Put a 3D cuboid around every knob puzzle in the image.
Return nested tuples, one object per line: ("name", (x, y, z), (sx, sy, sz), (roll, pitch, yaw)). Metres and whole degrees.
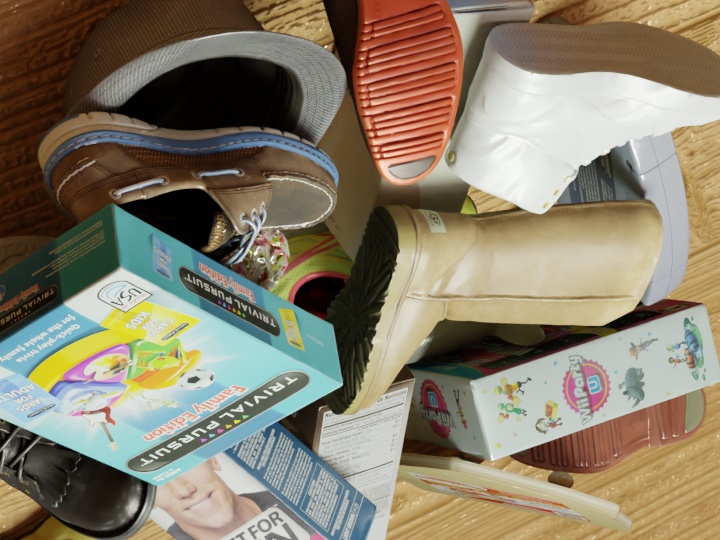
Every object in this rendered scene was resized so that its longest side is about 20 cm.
("knob puzzle", (0.102, 0.154, 1.817), (0.219, 0.219, 0.031), (24, 76, -48))

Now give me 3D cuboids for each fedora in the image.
("fedora", (-0.110, -0.107, 1.448), (0.176, 0.091, 0.200), (1, 141, -35))

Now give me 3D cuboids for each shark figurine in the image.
("shark figurine", (0.113, 0.005, 1.746), (0.128, 0.090, 0.215), (9, 126, -44))

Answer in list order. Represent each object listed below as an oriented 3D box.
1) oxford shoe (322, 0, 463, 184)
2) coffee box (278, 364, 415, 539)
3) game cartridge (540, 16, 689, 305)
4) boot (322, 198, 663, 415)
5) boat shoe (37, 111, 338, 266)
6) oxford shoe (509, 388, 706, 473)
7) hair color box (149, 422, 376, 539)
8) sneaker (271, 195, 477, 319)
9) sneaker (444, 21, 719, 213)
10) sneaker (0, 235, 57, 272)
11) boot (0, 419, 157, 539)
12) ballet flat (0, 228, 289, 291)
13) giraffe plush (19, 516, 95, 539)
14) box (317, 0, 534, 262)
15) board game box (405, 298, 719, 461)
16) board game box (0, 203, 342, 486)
("oxford shoe", (0.013, -0.153, 1.448), (0.071, 0.072, 0.201), (-11, 103, -24))
("coffee box", (-0.030, 0.120, 1.732), (0.079, 0.115, 0.201), (-15, 136, -24))
("game cartridge", (0.177, -0.070, 1.676), (0.041, 0.133, 0.201), (-34, 144, -15))
("boot", (0.085, 0.026, 1.595), (0.199, 0.066, 0.176), (-1, 136, -28))
("boat shoe", (-0.093, -0.038, 1.404), (0.199, 0.073, 0.072), (3, 141, -35))
("oxford shoe", (0.181, 0.122, 1.922), (0.199, 0.074, 0.071), (-4, 92, -34))
("hair color box", (-0.096, 0.140, 1.639), (0.200, 0.061, 0.100), (42, 130, -17))
("sneaker", (0.000, 0.000, 1.648), (0.199, 0.090, 0.078), (-20, 139, -22))
("sneaker", (0.145, -0.094, 1.538), (0.199, 0.074, 0.116), (2, 130, -29))
("sneaker", (-0.168, 0.019, 1.553), (0.199, 0.074, 0.118), (-2, 172, -4))
("boot", (-0.242, 0.107, 1.502), (0.174, 0.199, 0.070), (21, 90, -54))
("ballet flat", (-0.137, 0.020, 1.459), (0.199, 0.064, 0.076), (-14, 113, -2))
("giraffe plush", (-0.196, 0.263, 1.711), (0.200, 0.162, 0.172), (-45, 141, 12))
("box", (0.033, -0.112, 1.555), (0.077, 0.095, 0.201), (-8, 133, -31))
("board game box", (0.143, 0.075, 1.788), (0.199, 0.147, 0.065), (-19, 99, -22))
("board game box", (-0.130, 0.049, 1.408), (0.151, 0.047, 0.200), (-30, 143, 26))
